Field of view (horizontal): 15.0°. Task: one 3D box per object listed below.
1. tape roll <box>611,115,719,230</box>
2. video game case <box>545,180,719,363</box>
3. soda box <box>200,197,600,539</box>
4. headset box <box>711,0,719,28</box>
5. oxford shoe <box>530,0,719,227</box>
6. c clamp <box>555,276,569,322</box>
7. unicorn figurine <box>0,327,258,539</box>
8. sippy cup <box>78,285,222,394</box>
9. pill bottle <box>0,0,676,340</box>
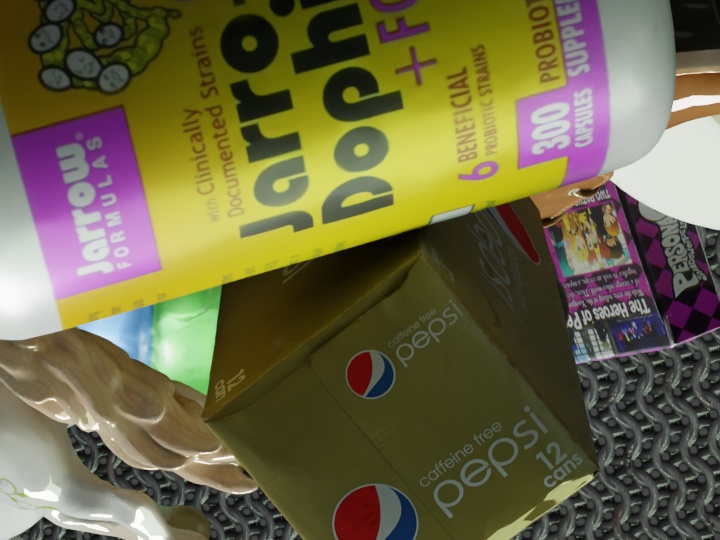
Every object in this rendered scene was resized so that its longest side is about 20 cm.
[{"bbox_3d":[0.167,-0.090,0.958,0.202,0.037,0.203,-4,139,-3],"label":"tape roll"},{"bbox_3d":[0.050,-0.047,1.110,0.036,0.182,0.200,-19,-178,-33],"label":"video game case"},{"bbox_3d":[0.008,0.008,0.684,0.064,0.068,0.200,-37,-166,10],"label":"soda box"},{"bbox_3d":[0.188,-0.079,0.634,0.199,0.175,0.093,-17,180,26],"label":"headset box"},{"bbox_3d":[0.058,-0.046,0.813,0.199,0.072,0.071,-7,-159,32],"label":"oxford shoe"},{"bbox_3d":[0.000,0.000,0.900,0.170,0.027,0.200,10,-178,-23],"label":"c clamp"},{"bbox_3d":[-0.101,0.063,0.743,0.137,0.074,0.200,20,134,-14],"label":"unicorn figurine"},{"bbox_3d":[-0.111,-0.026,0.761,0.130,0.179,0.140,-5,-152,-11],"label":"sippy cup"},{"bbox_3d":[-0.042,-0.047,0.577,0.199,0.105,0.104,-17,-179,-6],"label":"pill bottle"}]
